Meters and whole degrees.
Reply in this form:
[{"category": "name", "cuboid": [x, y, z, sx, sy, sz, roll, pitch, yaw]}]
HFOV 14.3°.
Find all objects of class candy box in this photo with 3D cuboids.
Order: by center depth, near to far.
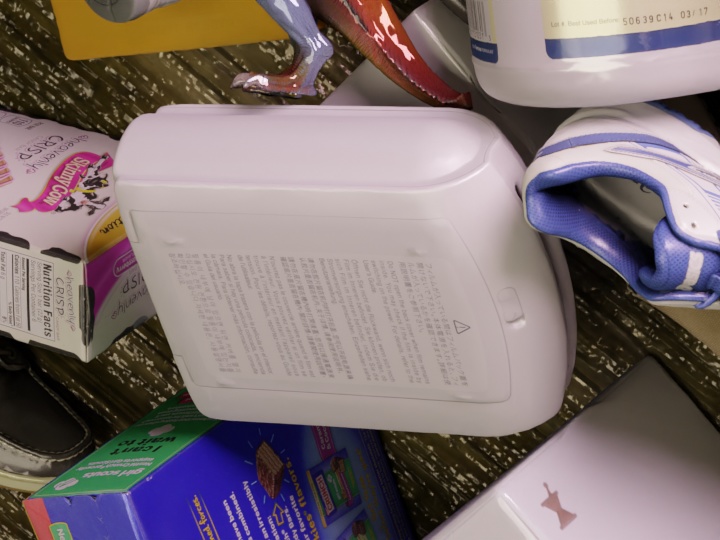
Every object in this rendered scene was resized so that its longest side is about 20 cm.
[{"category": "candy box", "cuboid": [-0.060, 0.149, 1.471, 0.077, 0.200, 0.170, -10, 105, 35]}, {"category": "candy box", "cuboid": [-0.186, -0.028, 1.513, 0.199, 0.136, 0.061, 16, 120, 25]}]

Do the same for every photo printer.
[{"category": "photo printer", "cuboid": [0.000, 0.000, 1.326, 0.199, 0.070, 0.167, 2, 132, 25]}]

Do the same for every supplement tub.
[{"category": "supplement tub", "cuboid": [0.110, -0.181, 1.240, 0.144, 0.145, 0.202, 1, 105, 32]}]

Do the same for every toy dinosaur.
[{"category": "toy dinosaur", "cuboid": [-0.029, -0.172, 1.338, 0.198, 0.105, 0.183, 7, 91, 9]}]

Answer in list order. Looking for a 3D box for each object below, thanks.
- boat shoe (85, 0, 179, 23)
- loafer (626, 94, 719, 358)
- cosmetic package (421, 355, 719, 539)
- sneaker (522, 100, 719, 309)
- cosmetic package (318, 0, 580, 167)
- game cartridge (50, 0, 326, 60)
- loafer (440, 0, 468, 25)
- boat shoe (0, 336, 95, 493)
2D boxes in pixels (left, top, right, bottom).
[{"category": "boat shoe", "cuboid": [-0.123, -0.225, 1.401, 0.074, 0.065, 0.203, -4, 104, 54]}, {"category": "loafer", "cuboid": [0.160, 0.004, 1.329, 0.067, 0.076, 0.201, -29, 92, -4]}, {"category": "cosmetic package", "cuboid": [0.098, 0.183, 1.405, 0.167, 0.167, 0.200, 50, 129, 5]}, {"category": "sneaker", "cuboid": [0.158, -0.002, 1.203, 0.199, 0.088, 0.076, 24, 122, 21]}, {"category": "cosmetic package", "cuboid": [0.020, -0.043, 1.405, 0.108, 0.085, 0.200, 51, 127, 2]}, {"category": "game cartridge", "cuboid": [-0.100, -0.210, 1.445, 0.175, 0.032, 0.201, -2, 112, 33]}, {"category": "loafer", "cuboid": [0.048, -0.198, 1.323, 0.071, 0.073, 0.201, -23, 97, 39]}, {"category": "boat shoe", "cuboid": [-0.231, 0.054, 1.621, 0.200, 0.072, 0.066, 31, 130, 23]}]
